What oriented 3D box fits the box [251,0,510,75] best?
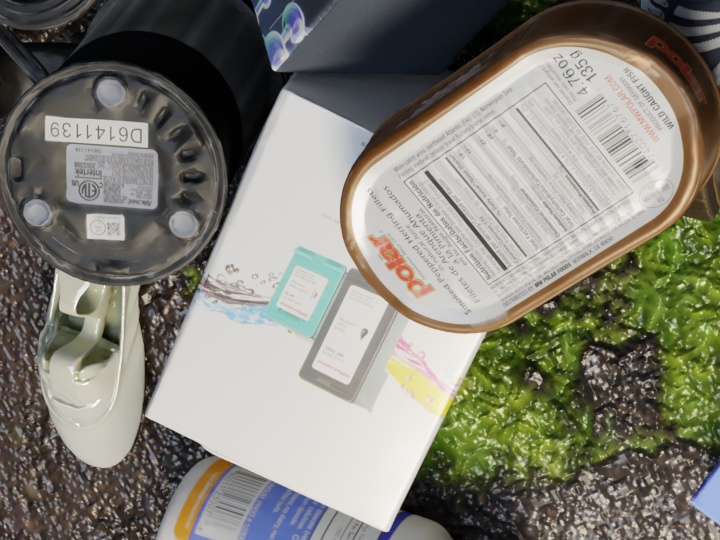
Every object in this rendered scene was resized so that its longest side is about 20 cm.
[{"bbox_3d":[0.007,-0.217,1.094,0.148,0.107,0.201,-43,58,48],"label":"box"}]

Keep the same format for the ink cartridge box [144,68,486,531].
[{"bbox_3d":[0.000,0.000,1.186,0.145,0.147,0.201,25,114,1],"label":"ink cartridge box"}]

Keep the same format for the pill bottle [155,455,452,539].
[{"bbox_3d":[-0.012,0.184,1.273,0.199,0.112,0.113,16,110,17],"label":"pill bottle"}]

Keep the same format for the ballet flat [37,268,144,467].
[{"bbox_3d":[-0.161,0.028,1.317,0.069,0.069,0.201,15,110,18],"label":"ballet flat"}]

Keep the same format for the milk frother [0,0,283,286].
[{"bbox_3d":[-0.127,-0.125,1.171,0.180,0.188,0.201,20,112,-2],"label":"milk frother"}]

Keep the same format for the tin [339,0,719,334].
[{"bbox_3d":[0.074,-0.044,1.030,0.200,0.042,0.112,-34,97,35],"label":"tin"}]

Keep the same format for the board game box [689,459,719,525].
[{"bbox_3d":[0.292,0.127,1.169,0.200,0.045,0.135,38,115,9],"label":"board game box"}]

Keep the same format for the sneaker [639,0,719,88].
[{"bbox_3d":[0.152,-0.141,1.078,0.200,0.108,0.070,143,125,-60],"label":"sneaker"}]

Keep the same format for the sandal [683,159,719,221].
[{"bbox_3d":[0.146,-0.071,1.108,0.081,0.200,0.055,22,79,14],"label":"sandal"}]
